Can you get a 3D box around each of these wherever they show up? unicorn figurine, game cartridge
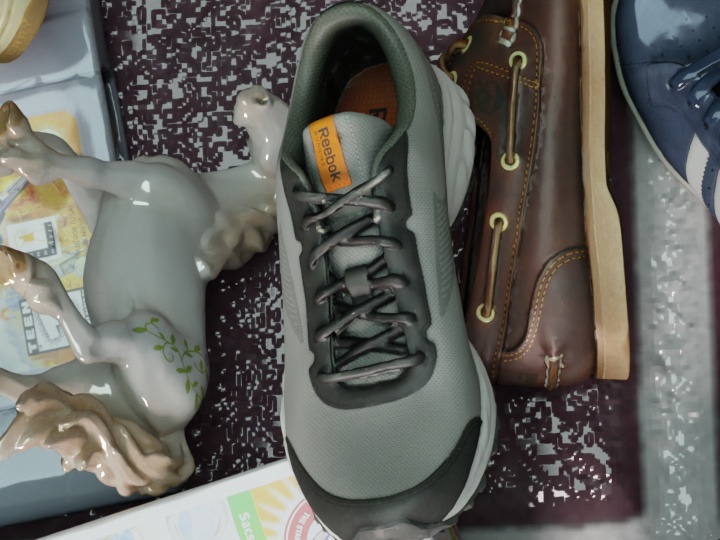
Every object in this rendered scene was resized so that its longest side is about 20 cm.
[{"bbox_3d":[-0.077,-0.009,0.987,0.137,0.074,0.201,24,67,-29],"label":"unicorn figurine"},{"bbox_3d":[-0.147,-0.002,1.045,0.133,0.042,0.201,-11,81,2],"label":"game cartridge"}]

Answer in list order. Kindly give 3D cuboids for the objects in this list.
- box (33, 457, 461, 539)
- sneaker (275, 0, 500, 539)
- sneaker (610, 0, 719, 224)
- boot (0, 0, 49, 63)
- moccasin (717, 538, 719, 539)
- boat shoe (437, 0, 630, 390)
[{"bbox_3d":[-0.056,0.137,0.979,0.199,0.101,0.113,-18,81,5],"label":"box"},{"bbox_3d":[0.000,0.000,0.919,0.074,0.079,0.201,-12,57,14],"label":"sneaker"},{"bbox_3d":[0.156,-0.034,0.981,0.075,0.085,0.200,-34,79,2],"label":"sneaker"},{"bbox_3d":[-0.209,-0.166,1.004,0.073,0.155,0.201,-43,58,44],"label":"boot"},{"bbox_3d":[0.170,0.115,0.970,0.199,0.068,0.081,-23,88,6],"label":"moccasin"},{"bbox_3d":[0.059,-0.057,1.004,0.070,0.070,0.201,-2,82,4],"label":"boat shoe"}]
